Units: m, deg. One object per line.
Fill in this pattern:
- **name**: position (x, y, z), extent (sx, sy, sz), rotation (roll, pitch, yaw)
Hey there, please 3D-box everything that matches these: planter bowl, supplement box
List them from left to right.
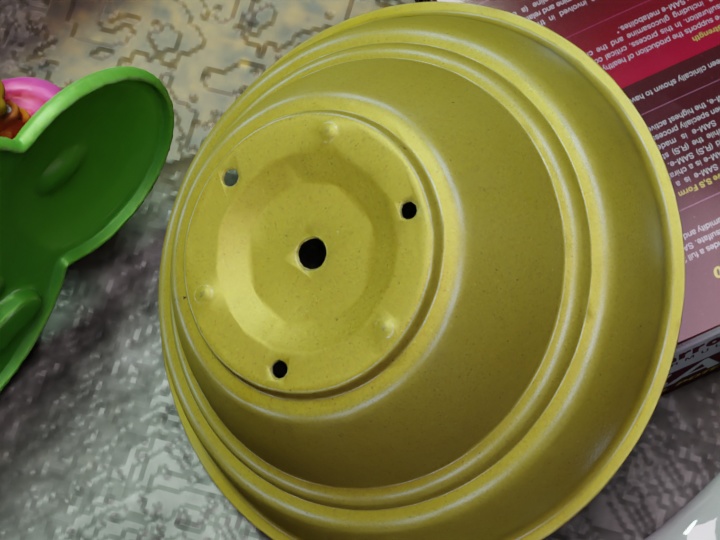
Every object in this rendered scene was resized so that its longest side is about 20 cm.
- **planter bowl**: position (0.000, 0.000, 0.752), extent (0.199, 0.083, 0.202), rotation (-4, 80, 25)
- **supplement box**: position (0.096, -0.063, 0.813), extent (0.108, 0.061, 0.201), rotation (-23, 71, -1)

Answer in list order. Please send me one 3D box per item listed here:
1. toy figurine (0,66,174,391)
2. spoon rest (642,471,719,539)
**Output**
- **toy figurine**: position (-0.198, -0.047, 0.809), extent (0.200, 0.150, 0.184), rotation (-42, 63, -17)
- **spoon rest**: position (0.083, 0.124, 0.750), extent (0.200, 0.061, 0.099), rotation (-42, 81, -12)
